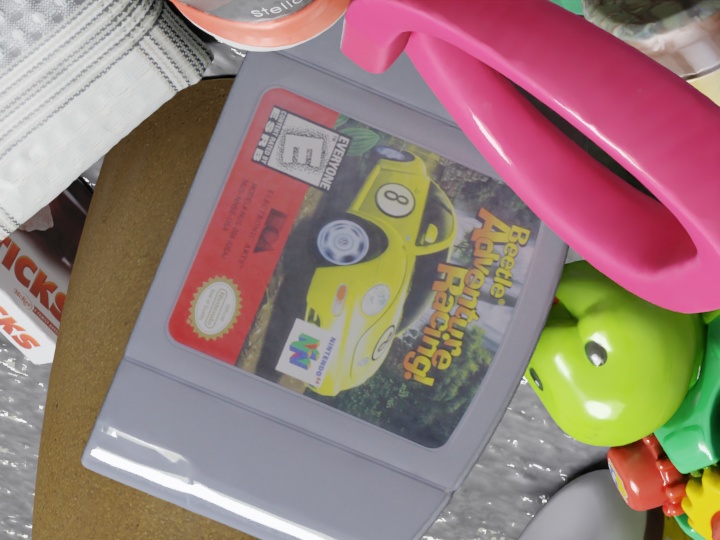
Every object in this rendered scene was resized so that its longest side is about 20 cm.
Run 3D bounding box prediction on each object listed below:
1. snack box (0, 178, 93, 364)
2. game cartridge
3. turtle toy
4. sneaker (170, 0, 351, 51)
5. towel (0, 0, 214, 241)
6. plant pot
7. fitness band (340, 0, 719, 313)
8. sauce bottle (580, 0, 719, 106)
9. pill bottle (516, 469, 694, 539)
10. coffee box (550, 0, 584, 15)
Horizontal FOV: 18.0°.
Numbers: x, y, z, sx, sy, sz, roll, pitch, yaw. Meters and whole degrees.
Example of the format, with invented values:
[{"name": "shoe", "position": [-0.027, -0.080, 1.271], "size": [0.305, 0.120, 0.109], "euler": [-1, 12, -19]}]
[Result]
[{"name": "snack box", "position": [-0.173, -0.050, 0.921], "size": [0.024, 0.072, 0.200], "euler": [-9, 136, 37]}, {"name": "game cartridge", "position": [0.000, 0.000, 0.794], "size": [0.133, 0.200, 0.041], "euler": [22, 179, -4]}, {"name": "turtle toy", "position": [0.144, 0.053, 0.860], "size": [0.200, 0.101, 0.146], "euler": [35, 144, -20]}, {"name": "sneaker", "position": [-0.090, -0.138, 0.708], "size": [0.200, 0.077, 0.082], "euler": [24, 173, 24]}, {"name": "towel", "position": [-0.187, -0.080, 0.831], "size": [0.200, 0.035, 0.193], "euler": [-36, 124, 11]}, {"name": "plant pot", "position": [-0.049, 0.059, 0.892], "size": [0.186, 0.200, 0.187], "euler": [15, 145, 11]}, {"name": "fitness band", "position": [0.061, -0.044, 0.678], "size": [0.144, 0.037, 0.200], "euler": [39, 176, -1]}, {"name": "sauce bottle", "position": [0.141, -0.035, 0.701], "size": [0.065, 0.065, 0.200], "euler": [-8, 143, 37]}, {"name": "pill bottle", "position": [0.162, 0.181, 1.024], "size": [0.200, 0.109, 0.109], "euler": [32, 145, -15]}, {"name": "coffee box", "position": [0.080, -0.130, 0.690], "size": [0.200, 0.044, 0.123], "euler": [9, 145, 19]}]
